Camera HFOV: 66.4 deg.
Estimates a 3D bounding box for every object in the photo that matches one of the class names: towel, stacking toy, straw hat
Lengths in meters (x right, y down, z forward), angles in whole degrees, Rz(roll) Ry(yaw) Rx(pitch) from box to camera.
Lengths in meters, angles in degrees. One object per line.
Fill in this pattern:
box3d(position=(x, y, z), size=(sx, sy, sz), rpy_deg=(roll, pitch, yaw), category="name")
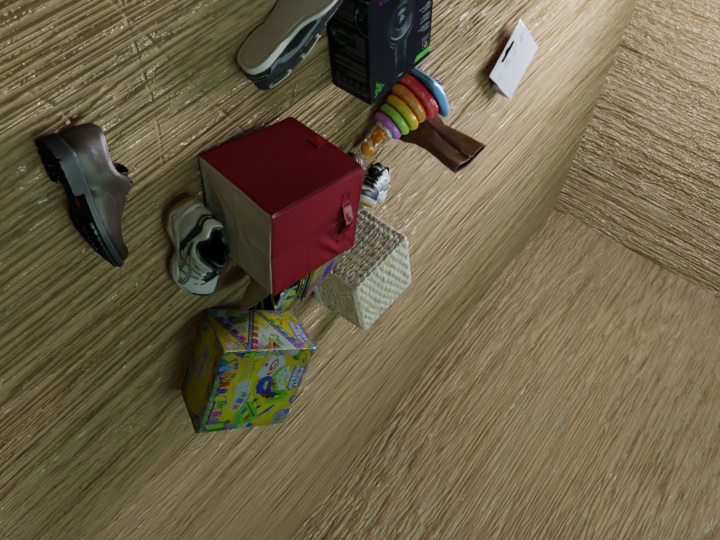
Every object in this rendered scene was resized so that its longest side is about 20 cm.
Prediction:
box3d(position=(-0.064, -0.037, 1.065), size=(0.145, 0.023, 0.200), rpy_deg=(-67, 173, 29), category="towel")
box3d(position=(0.073, -0.311, 1.130), size=(0.200, 0.110, 0.116), rpy_deg=(-45, 143, 1), category="stacking toy")
box3d(position=(-0.174, -0.032, 0.980), size=(0.201, 0.085, 0.202), rpy_deg=(-39, -160, 17), category="straw hat")

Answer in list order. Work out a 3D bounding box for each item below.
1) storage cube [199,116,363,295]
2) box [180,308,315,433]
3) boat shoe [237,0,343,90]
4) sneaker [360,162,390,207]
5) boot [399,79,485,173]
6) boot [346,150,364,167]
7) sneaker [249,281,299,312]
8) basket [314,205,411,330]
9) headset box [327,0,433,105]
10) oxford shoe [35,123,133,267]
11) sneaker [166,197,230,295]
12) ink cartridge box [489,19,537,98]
box3d(position=(-0.122, -0.104, 0.865), size=(0.179, 0.200, 0.172), rpy_deg=(-33, 150, -32), category="storage cube")
box3d(position=(-0.221, 0.193, 1.071), size=(0.191, 0.122, 0.202), rpy_deg=(5, 120, -37), category="box")
box3d(position=(-0.087, -0.339, 0.774), size=(0.201, 0.074, 0.060), rpy_deg=(-51, 158, -5), category="boat shoe")
box3d(position=(0.018, -0.191, 1.186), size=(0.200, 0.075, 0.089), rpy_deg=(-50, 160, -71), category="sneaker")
box3d(position=(0.186, -0.320, 1.198), size=(0.188, 0.199, 0.069), rpy_deg=(-43, 155, -28), category="boot")
box3d(position=(-0.080, -0.148, 1.056), size=(0.201, 0.077, 0.138), rpy_deg=(-61, 153, 8), category="boot")
box3d(position=(-0.153, 0.021, 1.140), size=(0.200, 0.075, 0.076), rpy_deg=(-45, 168, 6), category="sneaker")
box3d(position=(0.000, 0.000, 1.282), size=(0.198, 0.160, 0.201), rpy_deg=(-45, 151, -22), category="basket")
box3d(position=(0.034, -0.404, 0.911), size=(0.174, 0.092, 0.201), rpy_deg=(-46, 156, -23), category="headset box")
box3d(position=(-0.307, -0.084, 0.666), size=(0.084, 0.072, 0.201), rpy_deg=(-42, 154, -35), category="oxford shoe")
box3d(position=(-0.244, -0.014, 0.853), size=(0.076, 0.087, 0.201), rpy_deg=(-44, 156, -32), category="sneaker")
box3d(position=(0.411, -0.584, 1.524), size=(0.199, 0.047, 0.161), rpy_deg=(3, 118, -59), category="ink cartridge box")
